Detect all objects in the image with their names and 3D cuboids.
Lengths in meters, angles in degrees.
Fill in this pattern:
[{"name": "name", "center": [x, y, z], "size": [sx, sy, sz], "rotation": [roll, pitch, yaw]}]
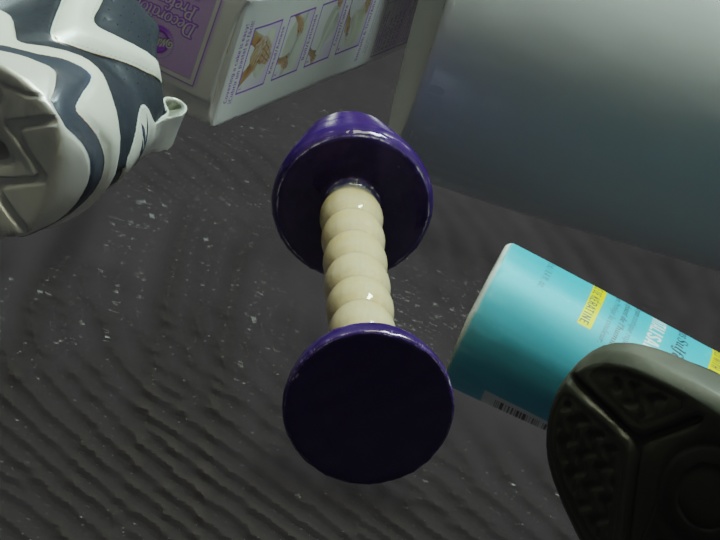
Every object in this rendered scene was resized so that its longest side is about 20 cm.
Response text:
[{"name": "toy lamp", "center": [0.000, 0.000, 0.934], "size": [0.058, 0.058, 0.200], "rotation": [15, 24, -10]}, {"name": "sneaker", "center": [-0.144, -0.089, 0.993], "size": [0.199, 0.080, 0.130], "rotation": [28, 22, 21]}, {"name": "tube", "center": [0.125, 0.057, 0.925], "size": [0.200, 0.050, 0.077], "rotation": [26, 29, 3]}, {"name": "fondant box", "center": [-0.070, -0.130, 1.181], "size": [0.144, 0.058, 0.200], "rotation": [27, 24, 16]}, {"name": "utensil holder", "center": [0.125, -0.088, 1.099], "size": [0.199, 0.170, 0.170], "rotation": [16, 22, -4]}, {"name": "sneaker", "center": [0.150, 0.084, 0.839], "size": [0.199, 0.076, 0.114], "rotation": [30, 22, 18]}]
